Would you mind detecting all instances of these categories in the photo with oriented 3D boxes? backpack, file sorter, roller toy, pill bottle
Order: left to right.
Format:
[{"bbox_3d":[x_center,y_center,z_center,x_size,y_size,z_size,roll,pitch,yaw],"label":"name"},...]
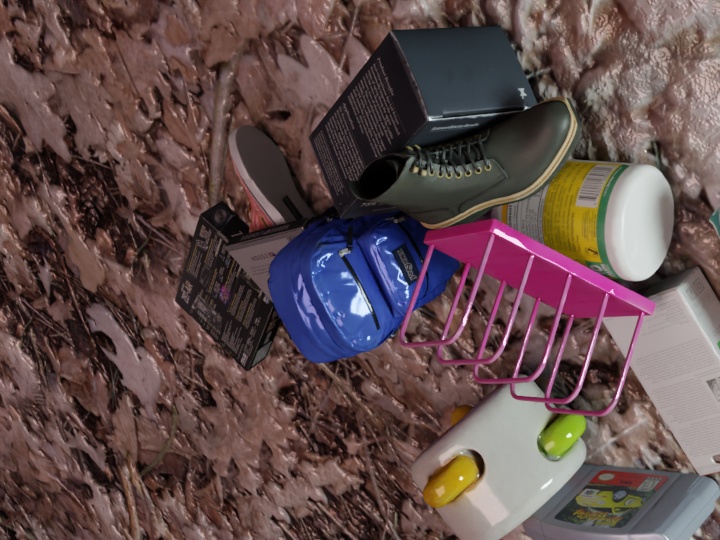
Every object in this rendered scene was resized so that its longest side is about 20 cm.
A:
[{"bbox_3d":[0.000,0.000,1.406,0.167,0.199,0.164,-22,100,50],"label":"backpack"},{"bbox_3d":[0.153,0.216,1.413,0.140,0.199,0.183,50,169,7],"label":"roller toy"},{"bbox_3d":[0.157,0.053,1.204,0.198,0.127,0.139,25,167,-21],"label":"file sorter"},{"bbox_3d":[0.202,-0.056,1.229,0.198,0.112,0.114,9,123,41],"label":"pill bottle"}]

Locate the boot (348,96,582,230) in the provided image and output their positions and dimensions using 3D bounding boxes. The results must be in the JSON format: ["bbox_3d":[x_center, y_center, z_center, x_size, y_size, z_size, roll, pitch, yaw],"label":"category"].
[{"bbox_3d":[0.099,-0.105,1.161,0.199,0.137,0.078,-38,58,30],"label":"boot"}]

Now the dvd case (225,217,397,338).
[{"bbox_3d":[-0.062,0.021,1.563,0.149,0.025,0.200,-11,128,43],"label":"dvd case"}]

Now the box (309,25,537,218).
[{"bbox_3d":[0.061,-0.151,1.261,0.200,0.147,0.105,-45,61,49],"label":"box"}]

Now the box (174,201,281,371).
[{"bbox_3d":[-0.179,0.026,1.731,0.160,0.043,0.201,42,139,16],"label":"box"}]

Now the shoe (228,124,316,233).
[{"bbox_3d":[-0.124,-0.084,1.573,0.091,0.071,0.201,-24,103,45],"label":"shoe"}]

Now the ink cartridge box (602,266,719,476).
[{"bbox_3d":[0.345,0.106,1.249,0.109,0.050,0.201,-27,97,51],"label":"ink cartridge box"}]

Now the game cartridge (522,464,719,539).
[{"bbox_3d":[0.282,0.268,1.362,0.199,0.133,0.041,-4,115,46],"label":"game cartridge"}]

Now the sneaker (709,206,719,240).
[{"bbox_3d":[0.392,0.016,1.136,0.201,0.070,0.093,60,159,-9],"label":"sneaker"}]
